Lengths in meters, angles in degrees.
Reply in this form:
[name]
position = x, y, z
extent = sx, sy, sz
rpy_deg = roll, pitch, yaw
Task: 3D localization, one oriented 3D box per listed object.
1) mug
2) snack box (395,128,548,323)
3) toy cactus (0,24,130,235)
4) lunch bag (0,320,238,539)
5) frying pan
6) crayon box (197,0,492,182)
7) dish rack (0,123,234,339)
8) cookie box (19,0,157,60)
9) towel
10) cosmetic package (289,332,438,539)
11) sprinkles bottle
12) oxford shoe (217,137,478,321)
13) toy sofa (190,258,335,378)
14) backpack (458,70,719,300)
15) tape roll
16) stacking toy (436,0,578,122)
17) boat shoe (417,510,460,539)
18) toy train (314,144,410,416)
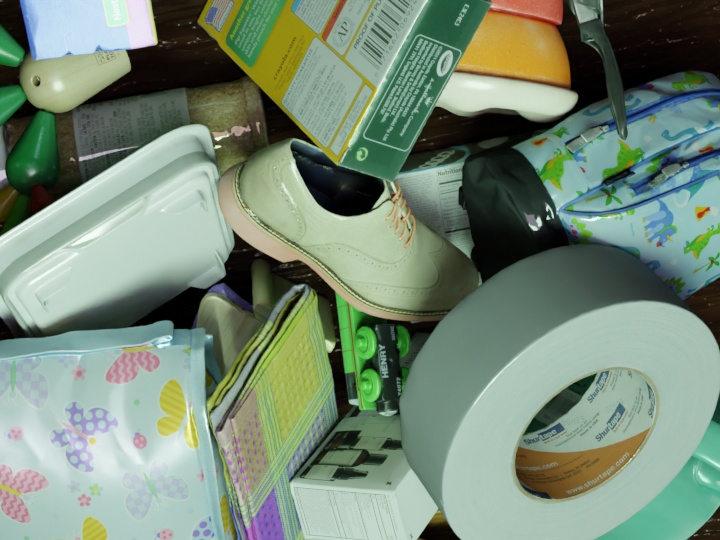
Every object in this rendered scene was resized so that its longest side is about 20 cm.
[mug]
position = 0.195, 0.111, 1.181
extent = 0.114, 0.153, 0.185
rpy_deg = 39, 129, -21
[snack box]
position = 0.122, -0.039, 1.175
extent = 0.199, 0.037, 0.117
rpy_deg = -11, 114, -5
[toy cactus]
position = -0.224, -0.111, 1.019
extent = 0.164, 0.102, 0.201
rpy_deg = -26, 83, -14
[lunch bag]
position = -0.166, 0.123, 1.071
extent = 0.168, 0.127, 0.201
rpy_deg = -8, 122, 0
[frying pan]
position = 0.149, -0.175, 1.064
extent = 0.031, 0.115, 0.191
rpy_deg = -5, 90, 8
[crayon box]
position = -0.016, -0.161, 1.033
extent = 0.051, 0.200, 0.126
rpy_deg = 14, 113, -42
[dish rack]
position = -0.153, -0.005, 1.058
extent = 0.171, 0.200, 0.044
rpy_deg = -32, 73, -10
[cookie box]
position = -0.171, -0.232, 0.957
extent = 0.075, 0.200, 0.172
rpy_deg = -10, 115, -5
[towel]
position = -0.051, 0.122, 1.082
extent = 0.023, 0.144, 0.201
rpy_deg = 8, 130, 22
[cosmetic package]
position = 0.036, 0.111, 1.133
extent = 0.082, 0.200, 0.051
rpy_deg = 2, 119, 29
[sprinkles bottle]
position = -0.161, -0.082, 1.096
extent = 0.199, 0.068, 0.069
rpy_deg = -11, 114, -4
[oxford shoe]
position = 0.008, -0.023, 1.042
extent = 0.199, 0.071, 0.074
rpy_deg = 22, 142, -33
[toy sofa]
position = -0.105, 0.093, 1.173
extent = 0.097, 0.083, 0.201
rpy_deg = 26, 107, -13
[backpack]
position = 0.184, -0.045, 1.086
extent = 0.200, 0.154, 0.164
rpy_deg = -36, 138, -22
[tape roll]
position = 0.125, 0.084, 1.026
extent = 0.199, 0.066, 0.201
rpy_deg = -15, 130, -19
[stacking toy]
position = 0.079, -0.202, 1.070
extent = 0.145, 0.146, 0.201
rpy_deg = 6, 94, -11
[boat shoe]
position = 0.109, 0.207, 1.261
extent = 0.199, 0.072, 0.068
rpy_deg = -9, 116, -2
[toy train]
position = 0.000, 0.000, 1.119
extent = 0.042, 0.056, 0.201
rpy_deg = -1, 82, -36
